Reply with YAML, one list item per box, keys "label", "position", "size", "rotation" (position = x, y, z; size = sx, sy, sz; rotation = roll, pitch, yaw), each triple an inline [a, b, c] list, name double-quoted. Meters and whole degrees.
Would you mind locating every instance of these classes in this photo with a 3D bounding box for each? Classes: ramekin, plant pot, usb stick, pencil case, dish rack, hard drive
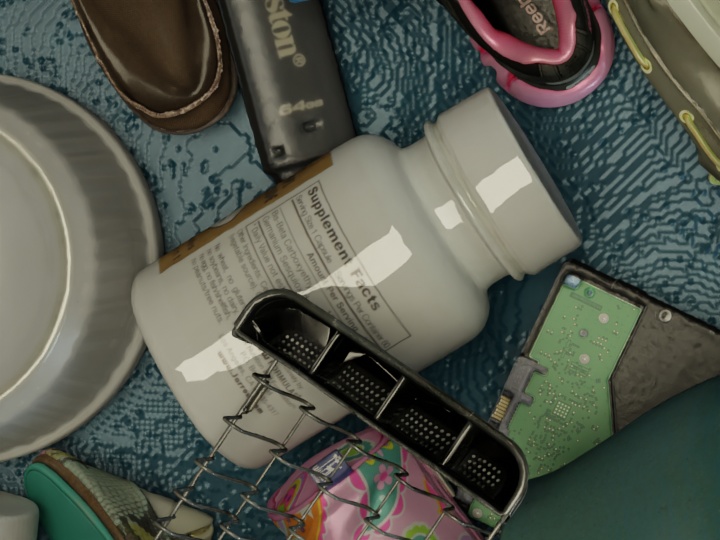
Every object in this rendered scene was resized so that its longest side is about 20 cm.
- label: "ramekin"
  position: [-0.205, -0.001, 1.295]
  size: [0.202, 0.094, 0.203]
  rotation: [0, 89, 10]
- label: "plant pot"
  position: [0.171, 0.138, 1.177]
  size: [0.188, 0.200, 0.200]
  rotation: [-16, 91, 23]
- label: "usb stick"
  position: [-0.047, -0.143, 1.298]
  size: [0.055, 0.033, 0.200]
  rotation: [-15, 91, -26]
- label: "pencil case"
  position: [0.041, 0.163, 1.268]
  size: [0.087, 0.087, 0.200]
  rotation: [-37, 96, 8]
- label: "dish rack"
  position: [-0.029, 0.128, 1.174]
  size: [0.153, 0.055, 0.200]
  rotation: [34, 92, 19]
- label: "hard drive"
  position: [0.162, 0.098, 1.284]
  size: [0.200, 0.038, 0.140]
  rotation: [25, 96, 5]

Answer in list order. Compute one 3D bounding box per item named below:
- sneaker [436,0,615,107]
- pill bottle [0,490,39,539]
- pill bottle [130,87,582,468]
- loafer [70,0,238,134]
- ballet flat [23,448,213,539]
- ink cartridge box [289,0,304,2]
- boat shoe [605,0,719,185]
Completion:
- label: "sneaker"
  position: [0.046, -0.164, 1.259]
  size: [0.079, 0.095, 0.200]
  rotation: [-44, 85, 10]
- label: "pill bottle"
  position: [-0.215, 0.212, 1.307]
  size: [0.109, 0.110, 0.200]
  rotation: [7, 94, 8]
- label: "pill bottle"
  position: [0.000, 0.000, 1.263]
  size: [0.200, 0.114, 0.114]
  rotation: [-31, 88, 8]
- label: "loafer"
  position: [-0.125, -0.159, 1.294]
  size: [0.073, 0.071, 0.200]
  rotation: [-26, 89, 9]
- label: "ballet flat"
  position: [-0.091, 0.160, 1.299]
  size: [0.071, 0.069, 0.200]
  rotation: [-24, 58, -27]
- label: "ink cartridge box"
  position: [0.042, -0.202, 1.190]
  size: [0.200, 0.068, 0.115]
  rotation: [-9, 70, 26]
- label: "boat shoe"
  position: [0.190, -0.073, 1.260]
  size: [0.060, 0.072, 0.202]
  rotation: [-23, 105, 48]
